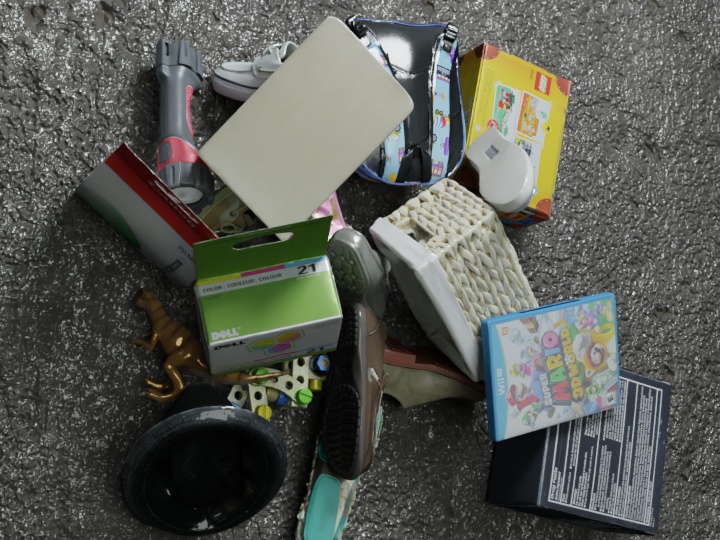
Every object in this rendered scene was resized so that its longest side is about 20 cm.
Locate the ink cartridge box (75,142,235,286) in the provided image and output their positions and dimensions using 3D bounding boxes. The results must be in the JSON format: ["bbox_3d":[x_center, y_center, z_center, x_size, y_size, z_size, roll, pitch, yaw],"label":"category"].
[{"bbox_3d":[-0.222,-0.052,1.134,0.161,0.200,0.050,45,77,-14],"label":"ink cartridge box"}]

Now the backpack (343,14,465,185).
[{"bbox_3d":[0.039,-0.199,1.328,0.179,0.134,0.204,-3,83,-28],"label":"backpack"}]

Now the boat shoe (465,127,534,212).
[{"bbox_3d":[0.177,-0.108,1.281,0.072,0.200,0.068,-44,112,7],"label":"boat shoe"}]

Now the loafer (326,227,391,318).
[{"bbox_3d":[0.000,0.000,1.260,0.069,0.201,0.070,26,69,16],"label":"loafer"}]

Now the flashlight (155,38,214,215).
[{"bbox_3d":[-0.200,-0.164,1.213,0.067,0.068,0.203,1,60,-11],"label":"flashlight"}]

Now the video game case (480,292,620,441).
[{"bbox_3d":[0.234,0.115,1.295,0.197,0.018,0.146,-10,100,-28],"label":"video game case"}]

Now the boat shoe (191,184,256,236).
[{"bbox_3d":[-0.116,-0.082,1.225,0.199,0.073,0.064,-37,88,4],"label":"boat shoe"}]

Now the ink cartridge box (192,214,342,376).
[{"bbox_3d":[-0.094,0.030,1.090,0.145,0.201,0.077,-12,69,-10],"label":"ink cartridge box"}]

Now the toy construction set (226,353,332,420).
[{"bbox_3d":[-0.094,0.081,1.249,0.129,0.092,0.204,8,90,-25],"label":"toy construction set"}]

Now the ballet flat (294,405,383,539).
[{"bbox_3d":[-0.032,0.242,1.267,0.075,0.064,0.203,25,71,-3],"label":"ballet flat"}]

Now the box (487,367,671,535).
[{"bbox_3d":[0.287,0.226,1.400,0.196,0.123,0.204,18,73,-25],"label":"box"}]

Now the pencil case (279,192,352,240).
[{"bbox_3d":[-0.073,-0.107,1.287,0.085,0.082,0.204,-17,90,-30],"label":"pencil case"}]

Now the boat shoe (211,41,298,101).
[{"bbox_3d":[-0.085,-0.236,1.248,0.074,0.196,0.068,-49,143,-56],"label":"boat shoe"}]

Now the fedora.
[{"bbox_3d":[-0.173,0.195,1.157,0.197,0.203,0.092,9,35,-25],"label":"fedora"}]

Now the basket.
[{"bbox_3d":[0.119,0.007,1.291,0.123,0.135,0.201,-37,125,-8],"label":"basket"}]

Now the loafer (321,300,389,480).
[{"bbox_3d":[0.006,0.139,1.232,0.070,0.072,0.204,11,80,-38],"label":"loafer"}]

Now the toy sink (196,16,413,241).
[{"bbox_3d":[-0.058,-0.152,1.133,0.130,0.112,0.200,44,94,-10],"label":"toy sink"}]

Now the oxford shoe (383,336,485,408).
[{"bbox_3d":[0.076,0.139,1.348,0.197,0.070,0.076,20,100,-25],"label":"oxford shoe"}]

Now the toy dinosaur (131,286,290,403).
[{"bbox_3d":[-0.189,0.097,1.177,0.199,0.060,0.107,37,94,8],"label":"toy dinosaur"}]

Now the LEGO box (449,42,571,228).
[{"bbox_3d":[0.192,-0.180,1.436,0.147,0.077,0.204,18,74,-24],"label":"LEGO box"}]
